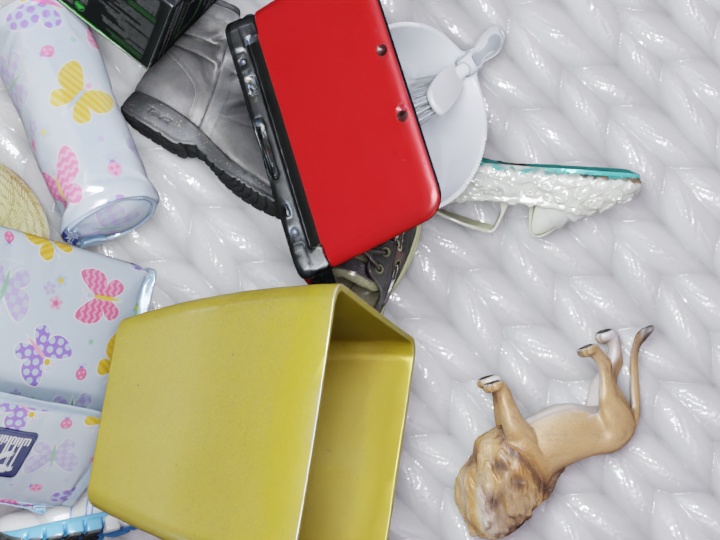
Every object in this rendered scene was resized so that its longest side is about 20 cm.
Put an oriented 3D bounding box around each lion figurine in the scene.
[{"bbox_3d":[0.160,0.128,1.431,0.199,0.072,0.123,-20,94,-8],"label":"lion figurine"}]

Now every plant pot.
[{"bbox_3d":[-0.082,0.121,1.302,0.176,0.200,0.201,4,78,19],"label":"plant pot"}]

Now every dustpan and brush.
[{"bbox_3d":[0.068,-0.148,1.410,0.057,0.200,0.140,-26,104,27],"label":"dustpan and brush"}]

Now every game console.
[{"bbox_3d":[-0.014,-0.099,1.318,0.118,0.172,0.201,-17,77,4],"label":"game console"}]

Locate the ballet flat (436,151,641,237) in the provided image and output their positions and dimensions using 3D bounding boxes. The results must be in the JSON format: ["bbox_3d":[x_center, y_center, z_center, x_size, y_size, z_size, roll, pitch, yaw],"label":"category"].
[{"bbox_3d":[0.123,-0.061,1.450,0.199,0.072,0.072,8,85,5],"label":"ballet flat"}]

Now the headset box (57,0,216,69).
[{"bbox_3d":[-0.164,-0.291,1.404,0.174,0.093,0.200,38,58,1],"label":"headset box"}]

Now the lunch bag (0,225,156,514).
[{"bbox_3d":[-0.259,0.072,1.322,0.169,0.127,0.201,18,87,-33],"label":"lunch bag"}]

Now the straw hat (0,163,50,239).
[{"bbox_3d":[-0.342,-0.036,1.381,0.200,0.085,0.202,2,62,-4],"label":"straw hat"}]

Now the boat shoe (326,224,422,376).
[{"bbox_3d":[0.000,0.000,1.413,0.073,0.065,0.201,16,101,5],"label":"boat shoe"}]

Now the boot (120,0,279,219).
[{"bbox_3d":[-0.080,-0.129,1.443,0.200,0.070,0.132,34,80,-4],"label":"boot"}]

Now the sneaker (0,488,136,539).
[{"bbox_3d":[-0.193,0.165,1.419,0.199,0.075,0.087,-14,77,-10],"label":"sneaker"}]

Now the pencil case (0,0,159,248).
[{"bbox_3d":[-0.227,-0.119,1.411,0.083,0.091,0.201,-17,76,-25],"label":"pencil case"}]
